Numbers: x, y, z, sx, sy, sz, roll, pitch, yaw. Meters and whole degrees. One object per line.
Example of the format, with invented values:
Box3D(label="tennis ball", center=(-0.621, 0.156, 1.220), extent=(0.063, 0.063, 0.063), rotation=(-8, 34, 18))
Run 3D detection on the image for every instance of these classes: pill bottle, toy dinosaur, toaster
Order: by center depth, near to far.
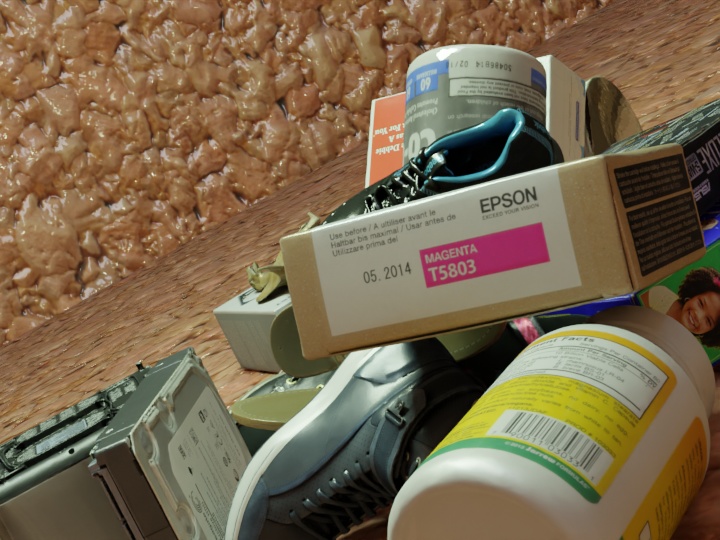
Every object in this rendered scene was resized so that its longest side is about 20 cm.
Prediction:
Box3D(label="pill bottle", center=(0.104, 0.096, 0.707), extent=(0.112, 0.114, 0.200), rotation=(-19, 13, 36))
Box3D(label="pill bottle", center=(0.087, -0.061, 1.125), extent=(0.112, 0.203, 0.114), rotation=(3, -13, 1))
Box3D(label="toaster", center=(-0.220, 0.174, 1.165), extent=(0.199, 0.120, 0.181), rotation=(-28, 9, -11))
Box3D(label="toy dinosaur", center=(-0.070, -0.004, 1.486), extent=(0.101, 0.058, 0.200), rotation=(-44, 6, -10))

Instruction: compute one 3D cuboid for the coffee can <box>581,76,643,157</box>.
Box3D(label="coffee can", center=(0.165, -0.082, 1.397), extent=(0.198, 0.148, 0.146), rotation=(-20, 12, 32))

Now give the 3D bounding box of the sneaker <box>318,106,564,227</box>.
Box3D(label="sneaker", center=(0.043, -0.058, 1.031), extent=(0.199, 0.074, 0.082), rotation=(-29, -27, 11))

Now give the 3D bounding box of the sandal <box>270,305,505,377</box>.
Box3D(label="sandal", center=(0.032, 0.029, 1.023), extent=(0.210, 0.079, 0.069), rotation=(-15, -2, 41))

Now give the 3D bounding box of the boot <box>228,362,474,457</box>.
Box3D(label="boot", center=(-0.013, 0.097, 1.111), extent=(0.202, 0.074, 0.154), rotation=(-27, 1, -25))

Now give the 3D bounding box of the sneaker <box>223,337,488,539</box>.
Box3D(label="sneaker", center=(0.006, 0.138, 0.891), extent=(0.203, 0.077, 0.146), rotation=(-53, 39, 2))

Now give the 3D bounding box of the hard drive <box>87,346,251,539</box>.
Box3D(label="hard drive", center=(-0.116, 0.145, 0.992), extent=(0.038, 0.141, 0.200), rotation=(-24, 9, 12))

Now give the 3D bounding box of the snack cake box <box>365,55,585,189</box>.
Box3D(label="snack cake box", center=(0.102, -0.111, 1.317), extent=(0.198, 0.116, 0.067), rotation=(-9, -20, 36))

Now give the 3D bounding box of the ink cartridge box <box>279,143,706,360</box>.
Box3D(label="ink cartridge box", center=(0.079, -0.013, 0.830), extent=(0.198, 0.076, 0.164), rotation=(-12, 1, 26))

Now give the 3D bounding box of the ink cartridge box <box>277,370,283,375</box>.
Box3D(label="ink cartridge box", center=(-0.029, 0.080, 1.301), extent=(0.200, 0.050, 0.109), rotation=(-50, -2, 28))

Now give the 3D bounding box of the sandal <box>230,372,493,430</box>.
Box3D(label="sandal", center=(0.017, 0.121, 1.012), extent=(0.209, 0.071, 0.078), rotation=(-5, 14, -13))

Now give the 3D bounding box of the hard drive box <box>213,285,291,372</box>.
Box3D(label="hard drive box", center=(-0.047, 0.038, 1.539), extent=(0.155, 0.077, 0.200), rotation=(-31, 11, -22))

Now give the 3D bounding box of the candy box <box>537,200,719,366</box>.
Box3D(label="candy box", center=(0.225, 0.005, 1.006), extent=(0.199, 0.078, 0.169), rotation=(-32, 9, -22))

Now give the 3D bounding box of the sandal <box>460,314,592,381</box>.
Box3D(label="sandal", center=(0.107, 0.058, 0.966), extent=(0.045, 0.076, 0.199), rotation=(4, 7, -29))

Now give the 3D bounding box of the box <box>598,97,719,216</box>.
Box3D(label="box", center=(0.198, -0.059, 1.041), extent=(0.157, 0.050, 0.199), rotation=(-23, 8, 48))
